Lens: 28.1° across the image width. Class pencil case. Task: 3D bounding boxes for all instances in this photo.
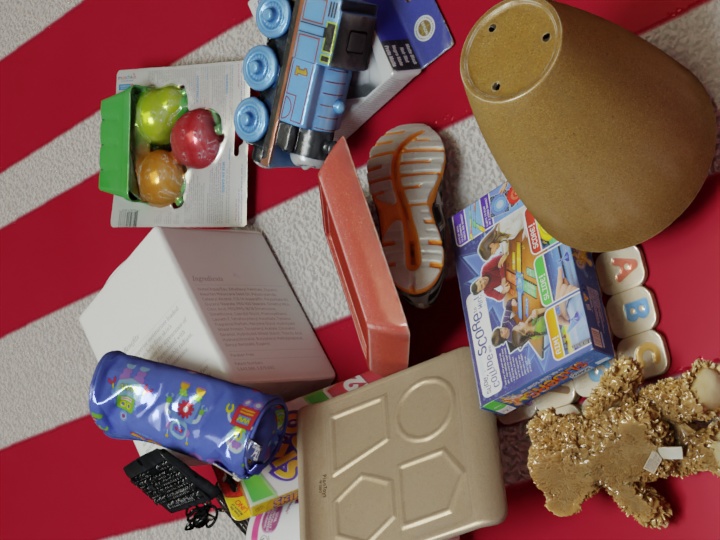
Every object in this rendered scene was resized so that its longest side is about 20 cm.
[{"bbox_3d":[-0.167,0.140,1.381,0.198,0.078,0.088,14,78,21],"label":"pencil case"}]

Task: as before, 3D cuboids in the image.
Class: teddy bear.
[{"bbox_3d":[0.241,0.145,1.236,0.145,0.067,0.200,49,120,-1],"label":"teddy bear"}]

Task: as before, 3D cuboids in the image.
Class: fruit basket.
[{"bbox_3d":[-0.205,-0.142,1.651,0.198,0.093,0.188,0,89,26],"label":"fruit basket"}]

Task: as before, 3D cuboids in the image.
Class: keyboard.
[{"bbox_3d":[-0.186,0.227,1.424,0.040,0.104,0.200,-57,8,-20],"label":"keyboard"}]

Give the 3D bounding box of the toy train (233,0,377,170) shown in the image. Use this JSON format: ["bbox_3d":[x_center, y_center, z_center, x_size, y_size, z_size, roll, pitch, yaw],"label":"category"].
[{"bbox_3d":[-0.057,-0.194,1.454,0.113,0.086,0.203,21,104,33],"label":"toy train"}]

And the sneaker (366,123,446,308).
[{"bbox_3d":[0.049,-0.054,1.405,0.077,0.077,0.202,-4,59,9],"label":"sneaker"}]

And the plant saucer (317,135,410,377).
[{"bbox_3d":[0.000,0.000,1.391,0.036,0.200,0.202,-17,72,-5],"label":"plant saucer"}]

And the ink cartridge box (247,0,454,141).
[{"bbox_3d":[-0.016,-0.258,1.500,0.200,0.040,0.201,-38,64,34],"label":"ink cartridge box"}]

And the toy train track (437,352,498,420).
[{"bbox_3d":[0.126,0.113,1.358,0.200,0.032,0.116,-41,54,35],"label":"toy train track"}]

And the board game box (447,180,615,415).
[{"bbox_3d":[0.150,0.012,1.310,0.135,0.034,0.202,-32,53,37],"label":"board game box"}]

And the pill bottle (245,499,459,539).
[{"bbox_3d":[-0.008,0.264,1.408,0.198,0.113,0.115,-13,80,40],"label":"pill bottle"}]

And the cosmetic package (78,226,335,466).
[{"bbox_3d":[-0.166,0.081,1.539,0.165,0.164,0.201,-44,62,31],"label":"cosmetic package"}]

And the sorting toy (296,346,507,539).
[{"bbox_3d":[0.036,0.179,1.327,0.198,0.037,0.187,-20,49,19],"label":"sorting toy"}]

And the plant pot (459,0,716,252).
[{"bbox_3d":[0.172,-0.137,1.190,0.185,0.199,0.189,-15,63,30],"label":"plant pot"}]

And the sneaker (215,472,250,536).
[{"bbox_3d":[-0.089,0.211,1.533,0.076,0.115,0.200,47,155,13],"label":"sneaker"}]

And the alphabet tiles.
[{"bbox_3d":[0.188,0.061,1.323,0.194,0.015,0.203,-23,73,39],"label":"alphabet tiles"}]

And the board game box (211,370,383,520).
[{"bbox_3d":[-0.049,0.170,1.422,0.030,0.198,0.096,85,160,-54],"label":"board game box"}]
